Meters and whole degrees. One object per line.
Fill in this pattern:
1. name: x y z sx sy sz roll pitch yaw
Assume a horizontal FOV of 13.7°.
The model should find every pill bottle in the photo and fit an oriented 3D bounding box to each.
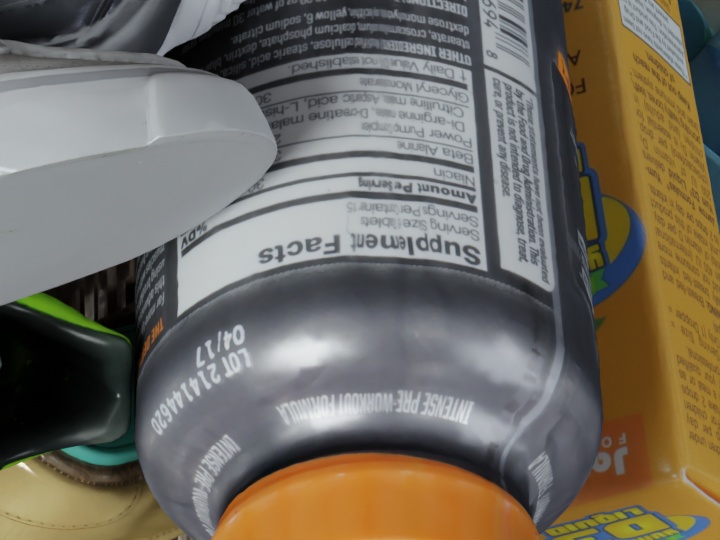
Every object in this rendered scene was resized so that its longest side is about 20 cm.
1. pill bottle: 0.000 0.000 0.691 0.106 0.106 0.200 61 21 -50

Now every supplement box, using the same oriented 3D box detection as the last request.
1. supplement box: 0.057 -0.021 0.818 0.069 0.067 0.200 30 47 -60

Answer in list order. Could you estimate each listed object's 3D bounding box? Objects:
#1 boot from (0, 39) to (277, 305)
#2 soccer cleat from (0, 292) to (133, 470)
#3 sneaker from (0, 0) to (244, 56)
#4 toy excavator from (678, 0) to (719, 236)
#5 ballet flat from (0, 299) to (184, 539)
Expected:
1. boot: -0.104 -0.044 0.569 0.200 0.074 0.096 -7 65 -51
2. soccer cleat: -0.123 0.028 0.593 0.200 0.081 0.068 -17 115 -57
3. sneaker: -0.047 -0.120 0.645 0.200 0.075 0.114 -47 139 -17
4. toy excavator: 0.112 -0.062 0.926 0.200 0.194 0.100 -43 144 -3
5. ballet flat: -0.043 0.037 0.771 0.200 0.069 0.063 -15 142 -54
